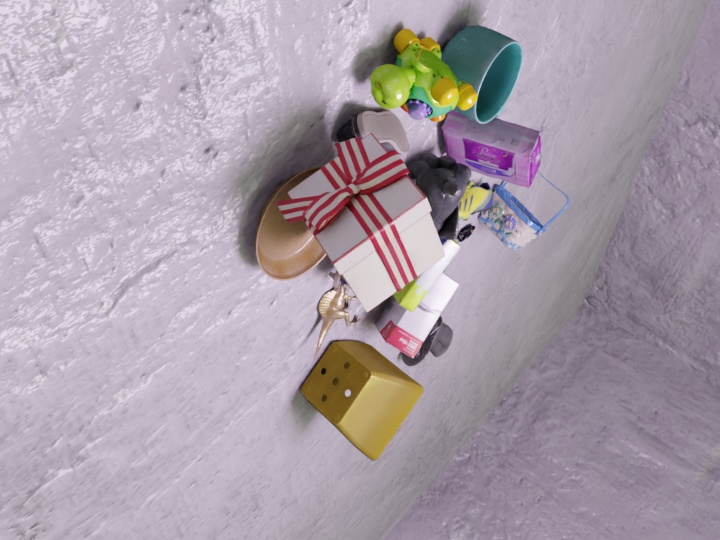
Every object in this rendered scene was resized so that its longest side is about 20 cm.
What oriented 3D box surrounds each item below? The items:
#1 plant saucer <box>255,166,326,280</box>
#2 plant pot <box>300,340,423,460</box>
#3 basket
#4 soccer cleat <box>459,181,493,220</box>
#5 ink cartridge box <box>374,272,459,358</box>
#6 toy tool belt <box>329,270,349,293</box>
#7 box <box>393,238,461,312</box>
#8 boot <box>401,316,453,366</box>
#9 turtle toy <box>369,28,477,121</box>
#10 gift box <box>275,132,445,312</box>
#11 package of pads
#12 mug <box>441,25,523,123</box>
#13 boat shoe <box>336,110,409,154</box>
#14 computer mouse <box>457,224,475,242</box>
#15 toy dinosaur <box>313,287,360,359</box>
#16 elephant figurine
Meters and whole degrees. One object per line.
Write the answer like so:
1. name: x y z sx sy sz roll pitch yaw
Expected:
1. plant saucer: -0.102 -0.081 1.099 0.199 0.035 0.202 -35 142 -32
2. plant pot: -0.014 0.272 1.516 0.201 0.199 0.176 -54 144 -2
3. basket: 0.425 -0.162 1.777 0.201 0.177 0.138 -50 152 14
4. soccer cleat: 0.251 -0.166 1.622 0.199 0.064 0.085 -19 107 -45
5. ink cartridge box: 0.128 0.080 1.570 0.202 0.082 0.147 -58 -166 6
6. toy tool belt: 0.000 0.000 1.265 0.199 0.123 0.125 6 94 -61
7. box: 0.138 -0.023 1.479 0.047 0.122 0.201 31 102 -26
8. boot: 0.198 0.216 1.959 0.182 0.072 0.200 -50 161 -7
9. turtle toy: 0.091 -0.303 1.097 0.101 0.147 0.199 -44 162 31
10. gift box: -0.003 -0.080 1.033 0.184 0.200 0.187 -38 147 -5
11. package of pads: 0.263 -0.248 1.365 0.076 0.197 0.121 -61 157 -18
12. mug: 0.206 -0.352 1.245 0.152 0.114 0.187 -39 150 -32
13. boat shoe: 0.025 -0.230 1.161 0.062 0.074 0.199 -18 176 26
14. computer mouse: 0.240 -0.048 1.748 0.200 0.034 0.059 -46 152 -21
15. toy dinosaur: -0.051 0.081 1.390 0.100 0.058 0.203 8 106 -46
16. elephant figurine: 0.149 -0.122 1.378 0.155 0.140 0.203 -32 142 -49
